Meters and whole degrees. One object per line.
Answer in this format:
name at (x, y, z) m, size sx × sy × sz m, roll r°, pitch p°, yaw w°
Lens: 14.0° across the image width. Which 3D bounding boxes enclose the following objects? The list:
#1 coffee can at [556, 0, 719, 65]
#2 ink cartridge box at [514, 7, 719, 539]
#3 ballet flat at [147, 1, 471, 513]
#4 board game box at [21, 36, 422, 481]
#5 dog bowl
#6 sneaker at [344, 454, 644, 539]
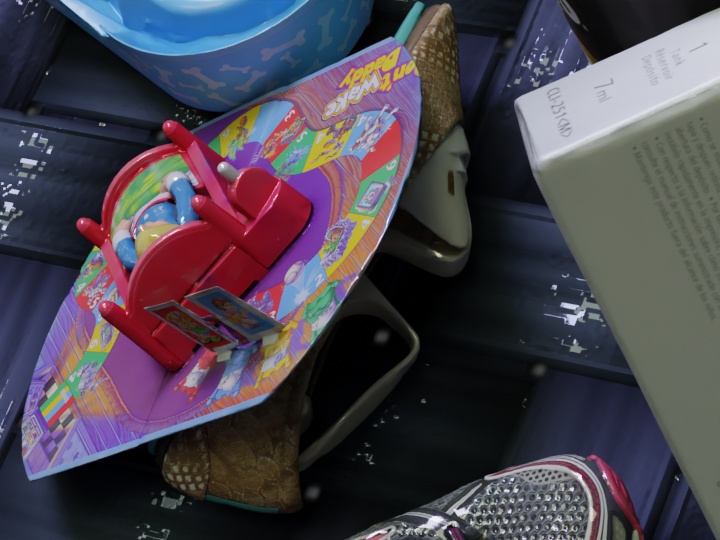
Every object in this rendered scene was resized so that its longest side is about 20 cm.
coffee can at (0.135, -0.101, 0.929) m, size 0.146 × 0.200 × 0.147 m, roll -12°, pitch 55°, yaw 17°
ink cartridge box at (0.162, 0.000, 0.862) m, size 0.173 × 0.200 × 0.044 m, roll -24°, pitch 33°, yaw 8°
ballet flat at (0.000, 0.000, 1.027) m, size 0.065 × 0.071 × 0.200 m, roll 29°, pitch 77°, yaw 6°
board game box at (-0.062, -0.015, 1.010) m, size 0.200 × 0.039 × 0.158 m, roll -20°, pitch 40°, yaw 46°
dog bowl at (-0.072, -0.130, 1.124) m, size 0.111 × 0.050 × 0.200 m, roll -43°, pitch 50°, yaw -12°
sneaker at (0.000, 0.121, 0.938) m, size 0.200 × 0.075 × 0.081 m, roll -31°, pitch 54°, yaw 3°
